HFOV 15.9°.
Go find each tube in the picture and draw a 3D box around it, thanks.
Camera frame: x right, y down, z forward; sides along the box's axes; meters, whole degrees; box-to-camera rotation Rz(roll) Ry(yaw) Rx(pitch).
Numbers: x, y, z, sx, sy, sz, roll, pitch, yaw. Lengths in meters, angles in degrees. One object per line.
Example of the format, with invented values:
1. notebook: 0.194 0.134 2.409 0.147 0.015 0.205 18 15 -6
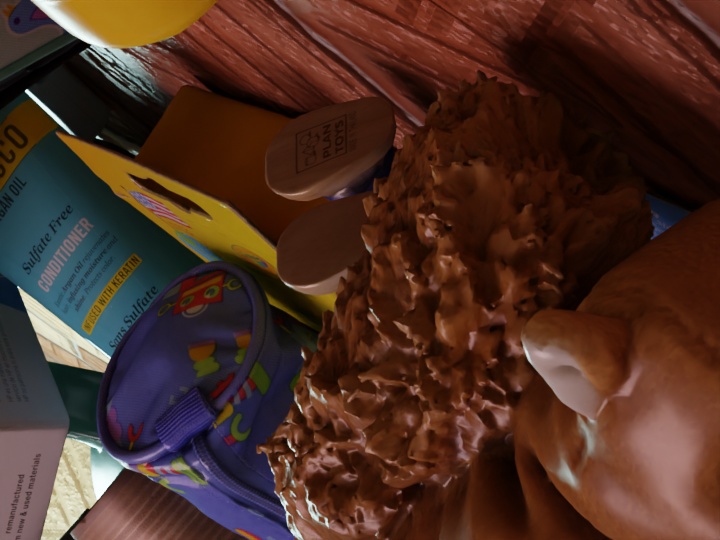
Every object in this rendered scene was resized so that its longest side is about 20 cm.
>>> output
1. tube: -0.106 -0.009 0.994 0.200 0.077 0.050 40 -161 7

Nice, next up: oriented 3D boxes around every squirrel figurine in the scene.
1. squirrel figurine: 0.053 0.042 0.605 0.200 0.142 0.187 46 153 29

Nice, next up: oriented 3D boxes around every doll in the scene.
1. doll: 0.039 0.032 0.789 0.200 0.048 0.136 53 -161 -40

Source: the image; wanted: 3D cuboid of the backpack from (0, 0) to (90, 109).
1. backpack: -0.166 -0.081 0.596 0.176 0.200 0.153 25 152 51

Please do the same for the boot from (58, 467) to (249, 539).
1. boot: -0.060 0.156 1.026 0.155 0.074 0.200 41 153 -2

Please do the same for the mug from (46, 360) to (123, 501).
1. mug: -0.046 0.084 1.114 0.152 0.185 0.114 71 163 -3

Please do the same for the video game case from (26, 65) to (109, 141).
1. video game case: -0.217 -0.135 1.068 0.200 0.022 0.182 27 169 34

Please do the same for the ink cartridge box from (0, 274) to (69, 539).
1. ink cartridge box: -0.236 0.049 1.042 0.200 0.084 0.145 0 -144 -24

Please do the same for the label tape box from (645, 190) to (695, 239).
1. label tape box: 0.133 0.062 0.731 0.144 0.063 0.200 26 168 39

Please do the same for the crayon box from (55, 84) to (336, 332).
1. crayon box: 0.000 0.000 0.913 0.200 0.051 0.127 39 170 -36

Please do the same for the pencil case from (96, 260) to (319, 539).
1. pencil case: 0.000 0.081 0.921 0.200 0.078 0.087 38 -161 -29

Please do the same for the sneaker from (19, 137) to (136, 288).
1. sneaker: -0.102 -0.017 1.122 0.091 0.076 0.200 9 -171 -12

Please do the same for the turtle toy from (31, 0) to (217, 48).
1. turtle toy: -0.087 -0.125 0.393 0.200 0.101 0.146 26 168 42
